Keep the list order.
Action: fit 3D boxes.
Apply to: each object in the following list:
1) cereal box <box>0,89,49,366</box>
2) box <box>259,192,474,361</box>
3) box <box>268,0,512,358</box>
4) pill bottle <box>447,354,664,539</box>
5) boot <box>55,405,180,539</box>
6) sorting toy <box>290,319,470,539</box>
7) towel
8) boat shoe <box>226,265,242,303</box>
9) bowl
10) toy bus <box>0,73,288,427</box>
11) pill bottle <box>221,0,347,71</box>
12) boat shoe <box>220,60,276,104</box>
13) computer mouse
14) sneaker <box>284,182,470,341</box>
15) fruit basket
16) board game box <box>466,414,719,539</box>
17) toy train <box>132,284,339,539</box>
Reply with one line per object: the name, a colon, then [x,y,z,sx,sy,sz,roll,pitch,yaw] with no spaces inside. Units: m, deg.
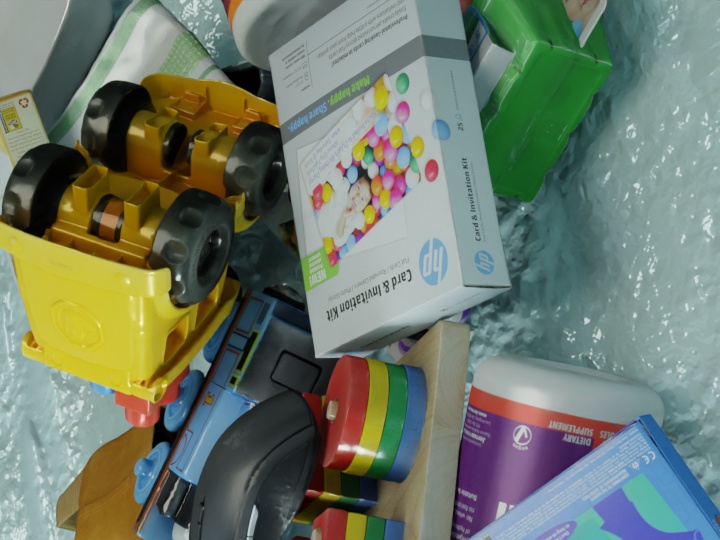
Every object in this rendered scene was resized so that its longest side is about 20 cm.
cereal box: [-0.241,-0.028,1.625,0.200,0.039,0.144,71,161,-2]
box: [0.000,0.000,1.444,0.200,0.041,0.039,45,117,41]
box: [0.014,-0.063,1.301,0.156,0.041,0.200,-27,68,51]
pill bottle: [0.103,0.154,1.250,0.112,0.112,0.200,14,94,48]
boot: [-0.161,0.208,1.561,0.144,0.071,0.202,-40,51,39]
sorting toy: [-0.005,0.146,1.314,0.200,0.069,0.199,130,150,-66]
towel: [-0.145,-0.088,1.528,0.149,0.031,0.200,-57,46,18]
boat shoe: [-0.148,0.012,1.590,0.200,0.072,0.068,41,118,53]
bowl: [-0.277,-0.196,1.757,0.200,0.075,0.200,-56,47,25]
toy bus: [-0.131,-0.004,1.401,0.135,0.200,0.192,16,131,20]
pill bottle: [-0.056,-0.246,1.493,0.114,0.114,0.200,-40,56,36]
boat shoe: [-0.112,-0.105,1.568,0.200,0.062,0.075,-16,71,45]
computer mouse: [-0.073,0.175,1.279,0.200,0.046,0.140,-65,32,16]
sneaker: [0.023,-0.037,1.392,0.200,0.083,0.081,57,133,38]
fruit basket: [0.066,-0.143,1.358,0.185,0.094,0.200,-59,41,26]
board game box: [0.148,0.201,1.155,0.152,0.045,0.200,-36,79,12]
toy train: [-0.082,0.104,1.446,0.200,0.087,0.114,-64,20,-4]
